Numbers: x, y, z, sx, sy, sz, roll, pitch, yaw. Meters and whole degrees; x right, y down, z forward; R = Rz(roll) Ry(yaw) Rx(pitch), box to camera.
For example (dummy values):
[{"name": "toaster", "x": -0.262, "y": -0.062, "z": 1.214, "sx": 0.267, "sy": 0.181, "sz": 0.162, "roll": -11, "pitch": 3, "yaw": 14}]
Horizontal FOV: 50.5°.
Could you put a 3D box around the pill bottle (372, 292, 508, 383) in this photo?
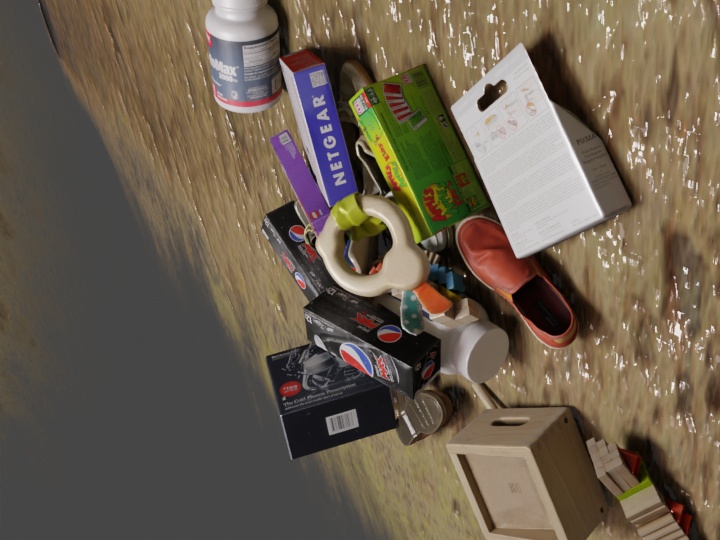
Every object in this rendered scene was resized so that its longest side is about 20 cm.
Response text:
[{"name": "pill bottle", "x": 0.115, "y": 0.079, "z": 1.100, "sx": 0.199, "sy": 0.110, "sz": 0.112, "roll": 32, "pitch": 140, "yaw": 47}]

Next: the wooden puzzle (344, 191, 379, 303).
[{"name": "wooden puzzle", "x": 0.000, "y": 0.000, "z": 1.186, "sx": 0.045, "sy": 0.187, "sz": 0.202, "roll": 3, "pitch": 131, "yaw": 9}]

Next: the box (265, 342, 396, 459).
[{"name": "box", "x": -0.057, "y": 0.217, "z": 1.378, "sx": 0.183, "sy": 0.197, "sz": 0.106, "roll": -120, "pitch": 18, "yaw": -59}]

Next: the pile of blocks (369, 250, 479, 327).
[{"name": "pile of blocks", "x": 0.078, "y": 0.010, "z": 1.031, "sx": 0.199, "sy": 0.062, "sz": 0.083, "roll": 27, "pitch": 92, "yaw": 47}]

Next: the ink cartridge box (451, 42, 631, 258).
[{"name": "ink cartridge box", "x": 0.195, "y": -0.130, "z": 0.855, "sx": 0.162, "sy": 0.056, "sz": 0.203, "roll": -33, "pitch": 76, "yaw": 64}]

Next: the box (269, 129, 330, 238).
[{"name": "box", "x": -0.083, "y": -0.118, "z": 1.268, "sx": 0.201, "sy": 0.039, "sz": 0.137, "roll": 62, "pitch": 178, "yaw": 33}]

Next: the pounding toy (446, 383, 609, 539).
[{"name": "pounding toy", "x": 0.223, "y": 0.265, "z": 1.076, "sx": 0.199, "sy": 0.141, "sz": 0.186, "roll": -14, "pitch": 102, "yaw": 52}]

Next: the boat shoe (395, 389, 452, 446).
[{"name": "boat shoe", "x": 0.117, "y": 0.238, "z": 1.289, "sx": 0.073, "sy": 0.067, "sz": 0.200, "roll": 65, "pitch": 156, "yaw": 14}]

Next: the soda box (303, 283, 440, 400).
[{"name": "soda box", "x": 0.014, "y": 0.096, "z": 1.060, "sx": 0.198, "sy": 0.071, "sz": 0.064, "roll": 26, "pitch": 137, "yaw": 33}]

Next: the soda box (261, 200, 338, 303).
[{"name": "soda box", "x": -0.103, "y": -0.026, "z": 1.424, "sx": 0.201, "sy": 0.070, "sz": 0.063, "roll": 56, "pitch": 154, "yaw": 13}]

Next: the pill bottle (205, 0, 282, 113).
[{"name": "pill bottle", "x": -0.190, "y": -0.374, "z": 1.244, "sx": 0.119, "sy": 0.119, "sz": 0.202, "roll": 42, "pitch": 146, "yaw": 36}]

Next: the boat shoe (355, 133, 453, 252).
[{"name": "boat shoe", "x": 0.058, "y": -0.109, "z": 1.080, "sx": 0.202, "sy": 0.068, "sz": 0.075, "roll": 60, "pitch": 151, "yaw": -1}]

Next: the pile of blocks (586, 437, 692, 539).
[{"name": "pile of blocks", "x": 0.354, "y": 0.279, "z": 0.922, "sx": 0.062, "sy": 0.082, "sz": 0.201, "roll": -33, "pitch": 93, "yaw": 20}]

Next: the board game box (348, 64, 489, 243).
[{"name": "board game box", "x": 0.076, "y": -0.150, "z": 0.979, "sx": 0.202, "sy": 0.101, "sz": 0.048, "roll": 64, "pitch": 154, "yaw": -1}]

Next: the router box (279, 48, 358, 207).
[{"name": "router box", "x": -0.064, "y": -0.218, "z": 1.152, "sx": 0.180, "sy": 0.048, "sz": 0.203, "roll": -118, "pitch": 12, "yaw": -65}]

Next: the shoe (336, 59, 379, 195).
[{"name": "shoe", "x": 0.000, "y": -0.204, "z": 1.121, "sx": 0.070, "sy": 0.053, "sz": 0.203, "roll": 21, "pitch": 131, "yaw": 53}]

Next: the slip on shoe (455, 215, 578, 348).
[{"name": "slip on shoe", "x": 0.192, "y": 0.009, "z": 0.931, "sx": 0.201, "sy": 0.074, "sz": 0.061, "roll": 51, "pitch": -179, "yaw": 13}]

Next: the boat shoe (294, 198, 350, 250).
[{"name": "boat shoe", "x": -0.063, "y": -0.063, "z": 1.351, "sx": 0.202, "sy": 0.060, "sz": 0.073, "roll": 49, "pitch": 150, "yaw": 27}]

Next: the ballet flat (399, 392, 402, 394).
[{"name": "ballet flat", "x": 0.058, "y": 0.115, "z": 1.303, "sx": 0.064, "sy": 0.067, "sz": 0.202, "roll": -38, "pitch": 72, "yaw": 34}]

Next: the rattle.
[{"name": "rattle", "x": 0.048, "y": -0.007, "z": 0.988, "sx": 0.199, "sy": 0.131, "sz": 0.143, "roll": 35, "pitch": 178, "yaw": 17}]
